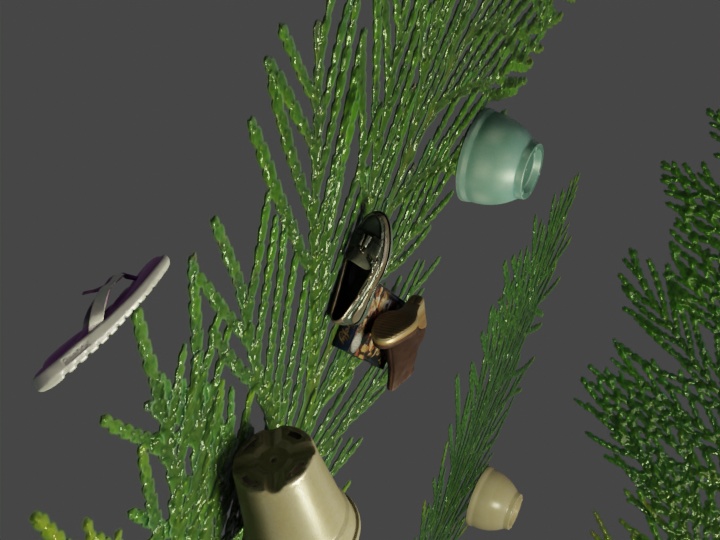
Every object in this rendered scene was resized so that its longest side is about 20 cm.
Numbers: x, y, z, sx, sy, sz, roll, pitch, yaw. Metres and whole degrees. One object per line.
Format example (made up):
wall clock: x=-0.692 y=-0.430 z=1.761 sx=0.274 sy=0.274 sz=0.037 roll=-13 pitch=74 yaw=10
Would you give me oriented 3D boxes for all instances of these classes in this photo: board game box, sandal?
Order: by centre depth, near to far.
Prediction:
sandal: x=-0.278 y=0.042 z=0.982 sx=0.050 sy=0.082 sz=0.203 roll=48 pitch=56 yaw=-14
board game box: x=0.023 y=0.099 z=1.696 sx=0.137 sy=0.034 sz=0.200 roll=-68 pitch=156 yaw=-6

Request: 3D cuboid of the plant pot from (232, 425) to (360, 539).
plant pot: x=-0.114 y=0.352 z=1.439 sx=0.201 sy=0.198 sz=0.185 roll=-48 pitch=137 yaw=-39

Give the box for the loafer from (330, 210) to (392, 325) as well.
loafer: x=0.000 y=0.000 z=1.534 sx=0.063 sy=0.071 sz=0.203 roll=-7 pitch=116 yaw=-57

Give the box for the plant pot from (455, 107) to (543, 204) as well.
plant pot: x=0.301 y=-0.224 z=1.926 sx=0.200 sy=0.133 sz=0.203 roll=-45 pitch=146 yaw=-44

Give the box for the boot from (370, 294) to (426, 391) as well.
boot: x=0.070 y=0.152 z=1.704 sx=0.200 sy=0.071 sz=0.169 roll=-36 pitch=137 yaw=-58

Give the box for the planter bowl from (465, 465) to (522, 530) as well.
planter bowl: x=0.441 y=0.753 z=2.976 sx=0.200 sy=0.133 sz=0.202 roll=-45 pitch=145 yaw=-43
